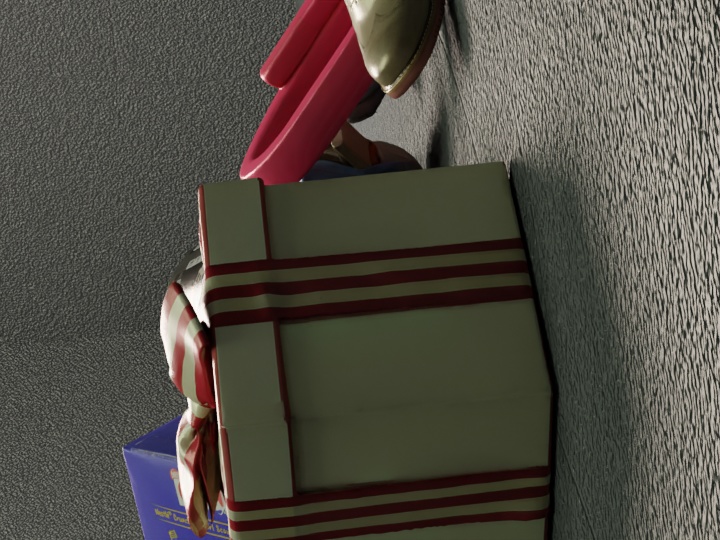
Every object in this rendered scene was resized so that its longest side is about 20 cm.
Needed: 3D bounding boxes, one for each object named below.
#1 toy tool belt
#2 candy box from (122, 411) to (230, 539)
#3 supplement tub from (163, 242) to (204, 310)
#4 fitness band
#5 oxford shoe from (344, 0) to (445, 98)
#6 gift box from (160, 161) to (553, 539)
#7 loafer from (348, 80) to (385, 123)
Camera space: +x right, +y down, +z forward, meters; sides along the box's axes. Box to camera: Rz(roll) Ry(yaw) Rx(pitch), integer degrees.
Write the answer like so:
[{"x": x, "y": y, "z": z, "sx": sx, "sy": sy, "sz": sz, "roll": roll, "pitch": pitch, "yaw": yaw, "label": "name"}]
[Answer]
[{"x": 0.000, "y": 0.000, "z": 1.652, "sx": 0.123, "sy": 0.124, "sz": 0.202, "roll": 44, "pitch": -141, "yaw": -82, "label": "toy tool belt"}, {"x": -0.052, "y": 0.199, "z": 1.552, "sx": 0.168, "sy": 0.077, "sz": 0.201, "roll": 9, "pitch": 119, "yaw": 42, "label": "candy box"}, {"x": -0.052, "y": 0.024, "z": 1.531, "sx": 0.200, "sy": 0.122, "sz": 0.124, "roll": 154, "pitch": 111, "yaw": -68, "label": "supplement tub"}, {"x": -0.021, "y": -0.141, "z": 1.622, "sx": 0.201, "sy": 0.037, "sz": 0.144, "roll": -56, "pitch": 20, "yaw": 19, "label": "fitness band"}, {"x": 0.001, "y": -0.182, "z": 1.484, "sx": 0.071, "sy": 0.074, "sz": 0.201, "roll": -50, "pitch": 31, "yaw": 29, "label": "oxford shoe"}, {"x": -0.007, "y": 0.056, "z": 1.257, "sx": 0.201, "sy": 0.185, "sz": 0.185, "roll": -101, "pitch": 6, "yaw": -47, "label": "gift box"}, {"x": 0.006, "y": -0.171, "z": 1.842, "sx": 0.201, "sy": 0.071, "sz": 0.063, "roll": -91, "pitch": -22, "yaw": -50, "label": "loafer"}]
